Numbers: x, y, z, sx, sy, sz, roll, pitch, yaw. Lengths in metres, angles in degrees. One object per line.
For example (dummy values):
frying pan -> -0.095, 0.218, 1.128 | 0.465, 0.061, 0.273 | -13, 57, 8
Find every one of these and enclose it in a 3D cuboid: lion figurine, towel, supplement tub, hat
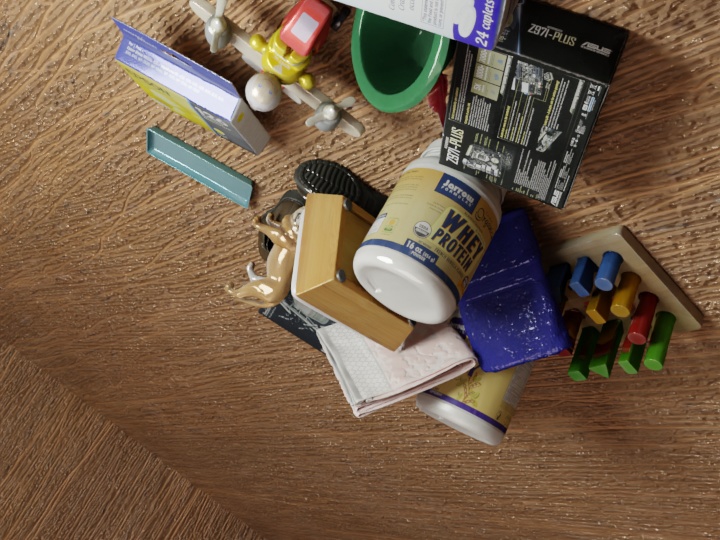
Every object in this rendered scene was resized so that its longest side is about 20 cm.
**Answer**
lion figurine -> -0.121, -0.012, 1.271 | 0.121, 0.072, 0.203 | 29, 108, 22
towel -> 0.198, 0.029, 1.152 | 0.146, 0.049, 0.204 | -21, 86, 37
supplement tub -> 0.093, -0.052, 1.069 | 0.142, 0.202, 0.145 | 26, 159, 11
supplement tub -> 0.183, 0.142, 1.263 | 0.143, 0.203, 0.146 | 24, 170, 5
towel -> 0.047, 0.111, 1.222 | 0.201, 0.188, 0.033 | -125, 17, -54
hat -> 0.099, -0.253, 0.942 | 0.173, 0.170, 0.199 | -1, 180, -34

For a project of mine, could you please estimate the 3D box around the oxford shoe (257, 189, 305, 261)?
oxford shoe -> -0.142, -0.056, 1.392 | 0.072, 0.085, 0.200 | 29, 151, -4

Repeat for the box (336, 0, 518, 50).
box -> 0.063, -0.319, 0.734 | 0.197, 0.186, 0.106 | 21, 150, 13

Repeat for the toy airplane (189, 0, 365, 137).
toy airplane -> -0.102, -0.245, 1.022 | 0.197, 0.143, 0.201 | 12, 146, 26

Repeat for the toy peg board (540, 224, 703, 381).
toy peg board -> 0.325, 0.060, 1.156 | 0.199, 0.099, 0.199 | 42, 147, -21

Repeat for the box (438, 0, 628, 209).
box -> 0.183, -0.185, 0.926 | 0.161, 0.087, 0.201 | 21, 148, 13

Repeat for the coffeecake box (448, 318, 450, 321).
coffeecake box -> 0.163, 0.165, 1.468 | 0.199, 0.074, 0.153 | 36, 148, -12

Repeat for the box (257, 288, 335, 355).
box -> -0.046, 0.041, 1.417 | 0.195, 0.125, 0.200 | 33, 149, -3

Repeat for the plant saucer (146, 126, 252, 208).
plant saucer -> -0.265, -0.173, 1.388 | 0.198, 0.019, 0.070 | 30, 149, 1

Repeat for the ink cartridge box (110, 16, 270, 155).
ink cartridge box -> -0.234, -0.243, 1.145 | 0.195, 0.048, 0.200 | 30, 177, 13

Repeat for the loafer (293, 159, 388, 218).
loafer -> -0.014, -0.090, 1.241 | 0.198, 0.074, 0.072 | 31, 148, -2

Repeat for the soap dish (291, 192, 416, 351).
soap dish -> 0.000, 0.000, 1.155 | 0.080, 0.160, 0.199 | -20, 141, 38
